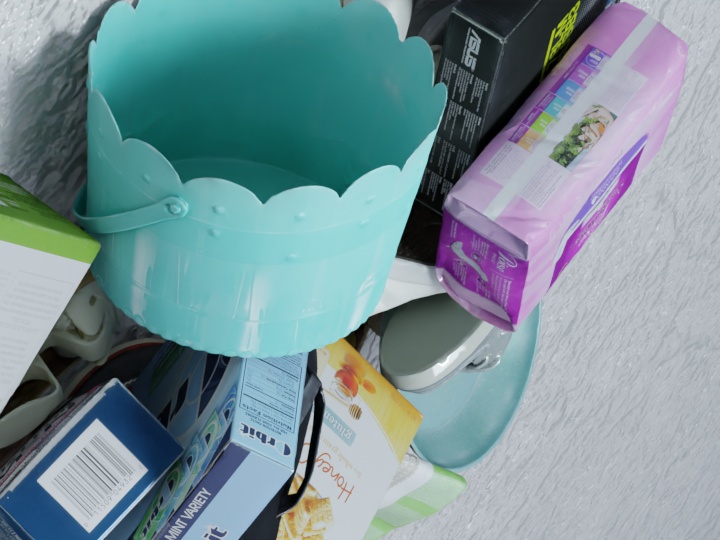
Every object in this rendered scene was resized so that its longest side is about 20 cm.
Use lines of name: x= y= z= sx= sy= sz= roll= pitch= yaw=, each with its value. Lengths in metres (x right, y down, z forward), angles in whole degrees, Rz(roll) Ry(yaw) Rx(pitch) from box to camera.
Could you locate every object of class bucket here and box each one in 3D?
bucket: x=-0.061 y=-0.059 z=1.487 sx=0.207 sy=0.207 sz=0.135 roll=-34 pitch=148 yaw=-42

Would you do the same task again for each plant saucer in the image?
plant saucer: x=0.066 y=0.043 z=1.910 sx=0.200 sy=0.036 sz=0.200 roll=-24 pitch=119 yaw=-53

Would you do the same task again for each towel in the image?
towel: x=-0.040 y=0.158 z=1.839 sx=0.149 sy=0.031 sz=0.200 roll=-32 pitch=144 yaw=31

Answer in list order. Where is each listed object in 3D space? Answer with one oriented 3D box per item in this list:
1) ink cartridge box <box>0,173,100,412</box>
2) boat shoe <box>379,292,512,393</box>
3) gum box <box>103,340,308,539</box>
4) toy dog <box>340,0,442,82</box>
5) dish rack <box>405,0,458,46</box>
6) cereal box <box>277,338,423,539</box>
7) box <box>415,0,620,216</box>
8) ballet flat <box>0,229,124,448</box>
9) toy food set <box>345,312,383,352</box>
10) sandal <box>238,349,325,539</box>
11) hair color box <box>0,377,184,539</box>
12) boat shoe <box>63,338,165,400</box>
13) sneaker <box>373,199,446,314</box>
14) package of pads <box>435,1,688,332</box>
ink cartridge box: x=-0.245 y=0.043 z=1.409 sx=0.200 sy=0.076 sz=0.148 roll=-58 pitch=157 yaw=6
boat shoe: x=0.082 y=0.032 z=1.832 sx=0.201 sy=0.070 sz=0.072 roll=-50 pitch=134 yaw=-42
gum box: x=-0.088 y=0.089 z=1.547 sx=0.170 sy=0.045 sz=0.200 roll=-51 pitch=-160 yaw=35
toy dog: x=-0.033 y=-0.088 z=1.668 sx=0.200 sy=0.096 sz=0.132 roll=-66 pitch=156 yaw=-16
dish rack: x=0.064 y=-0.124 z=1.834 sx=0.172 sy=0.044 sz=0.200 roll=-34 pitch=147 yaw=-44
cereal box: x=-0.053 y=0.132 z=1.697 sx=0.144 sy=0.039 sz=0.200 roll=44 pitch=58 yaw=-30
box: x=0.112 y=-0.155 z=1.729 sx=0.193 sy=0.047 sz=0.200 roll=-51 pitch=165 yaw=-32
ballet flat: x=-0.182 y=0.050 z=1.549 sx=0.200 sy=0.063 sz=0.069 roll=-46 pitch=145 yaw=-23
toy food set: x=-0.023 y=0.083 z=1.906 sx=0.143 sy=0.060 sz=0.200 roll=-19 pitch=136 yaw=-55
sandal: x=-0.048 y=0.112 z=1.612 sx=0.076 sy=0.043 sz=0.200 roll=66 pitch=27 yaw=-43
hair color box: x=-0.181 y=0.127 z=1.537 sx=0.100 sy=0.061 sz=0.200 roll=-46 pitch=-172 yaw=-22
boat shoe: x=-0.121 y=0.083 z=1.718 sx=0.200 sy=0.063 sz=0.071 roll=-18 pitch=138 yaw=-53
sneaker: x=0.000 y=0.000 z=1.784 sx=0.200 sy=0.073 sz=0.085 roll=-2 pitch=138 yaw=-23
package of pads: x=0.130 y=-0.067 z=1.734 sx=0.200 sy=0.076 sz=0.121 roll=-50 pitch=163 yaw=-26
